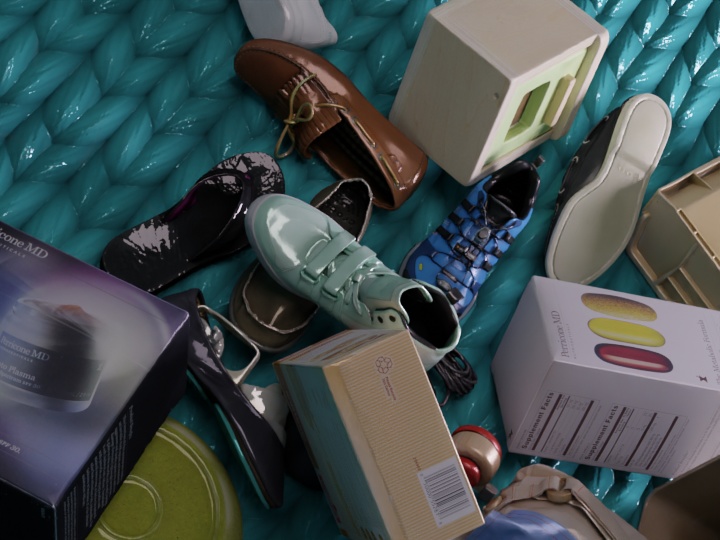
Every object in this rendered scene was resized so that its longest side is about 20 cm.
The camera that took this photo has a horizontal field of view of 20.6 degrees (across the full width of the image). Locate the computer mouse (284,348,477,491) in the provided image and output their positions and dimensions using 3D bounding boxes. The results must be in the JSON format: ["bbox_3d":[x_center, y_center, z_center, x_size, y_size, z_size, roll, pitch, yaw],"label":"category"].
[{"bbox_3d":[0.006,0.099,1.660,0.138,0.053,0.200,40,56,3],"label":"computer mouse"}]

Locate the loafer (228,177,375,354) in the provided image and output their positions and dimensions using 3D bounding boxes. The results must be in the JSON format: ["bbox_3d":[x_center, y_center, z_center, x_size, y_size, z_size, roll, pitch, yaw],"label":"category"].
[{"bbox_3d":[-0.048,-0.013,1.685,0.075,0.070,0.201,32,50,-1],"label":"loafer"}]

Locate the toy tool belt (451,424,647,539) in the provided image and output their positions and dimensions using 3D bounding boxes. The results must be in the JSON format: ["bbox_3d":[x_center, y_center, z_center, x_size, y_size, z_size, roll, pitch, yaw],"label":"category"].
[{"bbox_3d":[0.134,0.223,1.599,0.199,0.125,0.123,36,47,2],"label":"toy tool belt"}]

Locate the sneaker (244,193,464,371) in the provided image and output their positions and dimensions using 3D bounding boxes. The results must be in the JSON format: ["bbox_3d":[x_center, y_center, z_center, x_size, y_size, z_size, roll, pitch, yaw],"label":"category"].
[{"bbox_3d":[0.000,0.000,1.598,0.200,0.118,0.074,42,66,-7],"label":"sneaker"}]

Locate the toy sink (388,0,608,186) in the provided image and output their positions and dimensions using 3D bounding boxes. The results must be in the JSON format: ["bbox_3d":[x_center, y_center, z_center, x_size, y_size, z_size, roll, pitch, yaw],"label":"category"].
[{"bbox_3d":[0.142,-0.184,1.800,0.112,0.131,0.200,40,45,19],"label":"toy sink"}]

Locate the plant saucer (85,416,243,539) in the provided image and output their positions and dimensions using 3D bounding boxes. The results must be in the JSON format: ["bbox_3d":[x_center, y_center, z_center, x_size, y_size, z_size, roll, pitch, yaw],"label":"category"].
[{"bbox_3d":[-0.184,0.190,1.549,0.198,0.031,0.201,10,59,-17],"label":"plant saucer"}]

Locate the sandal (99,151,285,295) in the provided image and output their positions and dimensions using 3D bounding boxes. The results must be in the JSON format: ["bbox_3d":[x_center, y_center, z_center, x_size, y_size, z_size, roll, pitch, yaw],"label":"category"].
[{"bbox_3d":[-0.133,-0.042,1.688,0.075,0.048,0.200,46,57,8],"label":"sandal"}]

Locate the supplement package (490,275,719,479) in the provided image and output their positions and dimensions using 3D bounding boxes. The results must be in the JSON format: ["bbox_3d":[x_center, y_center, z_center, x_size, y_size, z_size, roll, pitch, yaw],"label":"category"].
[{"bbox_3d":[0.227,0.096,1.696,0.198,0.110,0.114,10,38,-16],"label":"supplement package"}]

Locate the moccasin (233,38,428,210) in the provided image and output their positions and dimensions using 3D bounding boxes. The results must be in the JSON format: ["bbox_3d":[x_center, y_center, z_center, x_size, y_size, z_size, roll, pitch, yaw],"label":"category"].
[{"bbox_3d":[-0.034,-0.129,1.767,0.201,0.074,0.078,45,46,-4],"label":"moccasin"}]

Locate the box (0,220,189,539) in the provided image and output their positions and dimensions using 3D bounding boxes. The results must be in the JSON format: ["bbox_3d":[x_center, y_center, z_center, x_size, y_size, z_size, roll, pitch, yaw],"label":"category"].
[{"bbox_3d":[-0.262,0.090,1.497,0.199,0.124,0.199,25,54,10],"label":"box"}]

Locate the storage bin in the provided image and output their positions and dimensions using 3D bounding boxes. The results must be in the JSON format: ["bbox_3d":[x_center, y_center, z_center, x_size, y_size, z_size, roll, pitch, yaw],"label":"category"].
[{"bbox_3d":[0.381,-0.012,1.844,0.199,0.094,0.199,-26,73,-31],"label":"storage bin"}]

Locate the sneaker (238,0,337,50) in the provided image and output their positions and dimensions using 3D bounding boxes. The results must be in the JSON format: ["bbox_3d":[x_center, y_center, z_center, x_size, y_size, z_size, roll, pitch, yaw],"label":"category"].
[{"bbox_3d":[-0.081,-0.285,1.844,0.088,0.075,0.201,0,61,-42],"label":"sneaker"}]

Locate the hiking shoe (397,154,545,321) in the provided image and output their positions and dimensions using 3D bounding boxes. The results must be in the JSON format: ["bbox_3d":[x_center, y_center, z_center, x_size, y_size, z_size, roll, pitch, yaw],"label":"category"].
[{"bbox_3d":[0.094,-0.029,1.733,0.074,0.087,0.200,33,47,1],"label":"hiking shoe"}]

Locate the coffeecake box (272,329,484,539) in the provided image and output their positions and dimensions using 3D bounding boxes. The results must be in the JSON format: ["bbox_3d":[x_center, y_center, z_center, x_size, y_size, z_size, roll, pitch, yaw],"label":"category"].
[{"bbox_3d":[0.009,0.128,1.508,0.073,0.200,0.154,-23,94,-13],"label":"coffeecake box"}]

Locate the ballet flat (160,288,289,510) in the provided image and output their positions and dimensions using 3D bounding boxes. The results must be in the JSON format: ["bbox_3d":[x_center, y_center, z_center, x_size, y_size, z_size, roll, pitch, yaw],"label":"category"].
[{"bbox_3d":[-0.101,0.096,1.606,0.073,0.073,0.201,-25,71,-31],"label":"ballet flat"}]

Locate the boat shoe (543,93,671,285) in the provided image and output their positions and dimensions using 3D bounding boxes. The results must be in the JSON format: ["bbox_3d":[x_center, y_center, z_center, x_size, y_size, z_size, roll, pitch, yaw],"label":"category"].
[{"bbox_3d":[0.216,-0.073,1.828,0.074,0.066,0.201,27,81,-24],"label":"boat shoe"}]

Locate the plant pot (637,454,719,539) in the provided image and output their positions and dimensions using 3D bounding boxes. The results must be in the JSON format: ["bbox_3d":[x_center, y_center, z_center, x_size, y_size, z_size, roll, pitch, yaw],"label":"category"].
[{"bbox_3d":[0.339,0.275,1.614,0.176,0.200,0.201,30,55,-14],"label":"plant pot"}]
